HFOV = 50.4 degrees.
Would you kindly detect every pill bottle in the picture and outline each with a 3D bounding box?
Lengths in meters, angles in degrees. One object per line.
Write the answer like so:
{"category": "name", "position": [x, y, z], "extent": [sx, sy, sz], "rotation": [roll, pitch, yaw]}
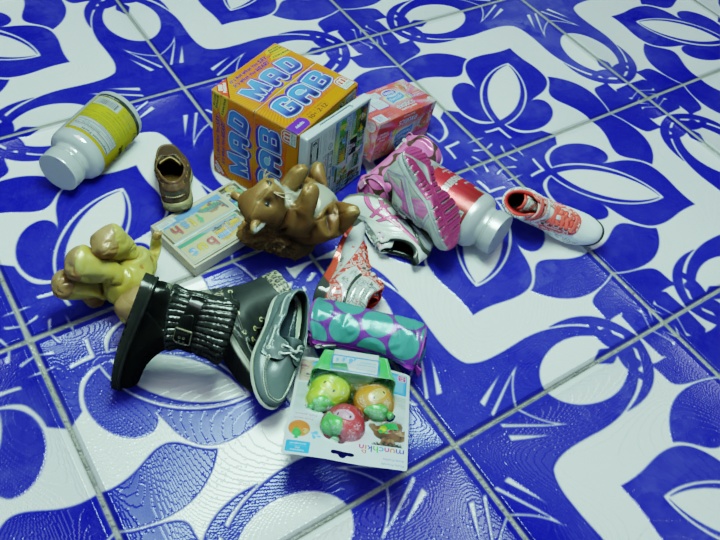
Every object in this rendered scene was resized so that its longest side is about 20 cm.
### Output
{"category": "pill bottle", "position": [-0.521, -0.248, 1.473], "extent": [0.111, 0.111, 0.200], "rotation": [22, 50, 10]}
{"category": "pill bottle", "position": [0.185, -0.118, 1.470], "extent": [0.200, 0.112, 0.112], "rotation": [34, 54, 19]}

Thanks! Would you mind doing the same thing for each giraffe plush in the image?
{"category": "giraffe plush", "position": [-0.374, 0.039, 1.250], "extent": [0.162, 0.173, 0.200], "rotation": [53, 26, 19]}

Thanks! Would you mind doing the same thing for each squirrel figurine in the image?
{"category": "squirrel figurine", "position": [-0.139, -0.090, 1.332], "extent": [0.186, 0.200, 0.142], "rotation": [-7, 56, -45]}

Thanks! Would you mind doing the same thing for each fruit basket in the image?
{"category": "fruit basket", "position": [-0.016, 0.208, 1.161], "extent": [0.185, 0.094, 0.200], "rotation": [9, 31, 0]}

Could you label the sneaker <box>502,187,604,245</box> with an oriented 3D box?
{"category": "sneaker", "position": [0.367, -0.102, 1.474], "extent": [0.201, 0.067, 0.108], "rotation": [27, 10, 18]}

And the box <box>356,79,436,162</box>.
{"category": "box", "position": [0.055, -0.319, 1.611], "extent": [0.103, 0.095, 0.200], "rotation": [37, 45, 21]}

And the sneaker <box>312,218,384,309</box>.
{"category": "sneaker", "position": [0.000, 0.001, 1.373], "extent": [0.108, 0.067, 0.202], "rotation": [20, 54, 7]}

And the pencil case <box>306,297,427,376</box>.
{"category": "pencil case", "position": [0.011, 0.108, 1.268], "extent": [0.199, 0.085, 0.093], "rotation": [12, 54, 2]}

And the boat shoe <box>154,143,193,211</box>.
{"category": "boat shoe", "position": [-0.360, -0.194, 1.469], "extent": [0.072, 0.068, 0.200], "rotation": [-11, 41, -12]}

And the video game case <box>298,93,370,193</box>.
{"category": "video game case", "position": [-0.054, -0.217, 1.458], "extent": [0.022, 0.200, 0.182], "rotation": [35, 54, 21]}

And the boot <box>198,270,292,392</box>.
{"category": "boot", "position": [-0.165, 0.091, 1.269], "extent": [0.153, 0.074, 0.204], "rotation": [-20, 59, -28]}

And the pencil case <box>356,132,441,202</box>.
{"category": "pencil case", "position": [0.074, -0.196, 1.537], "extent": [0.094, 0.091, 0.200], "rotation": [53, 52, -11]}

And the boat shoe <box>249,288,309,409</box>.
{"category": "boat shoe", "position": [-0.121, 0.117, 1.199], "extent": [0.073, 0.062, 0.200], "rotation": [28, 54, -28]}

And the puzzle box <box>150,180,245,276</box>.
{"category": "puzzle box", "position": [-0.271, -0.083, 1.429], "extent": [0.133, 0.025, 0.200], "rotation": [39, 55, 22]}

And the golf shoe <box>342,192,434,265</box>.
{"category": "golf shoe", "position": [0.044, -0.080, 1.443], "extent": [0.200, 0.073, 0.092], "rotation": [26, 53, 13]}

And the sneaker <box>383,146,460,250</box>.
{"category": "sneaker", "position": [0.112, -0.123, 1.405], "extent": [0.081, 0.088, 0.200], "rotation": [-24, 86, -47]}

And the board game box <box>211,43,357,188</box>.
{"category": "board game box", "position": [-0.150, -0.280, 1.497], "extent": [0.200, 0.200, 0.200], "rotation": [29, 52, 15]}

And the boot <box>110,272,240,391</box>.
{"category": "boot", "position": [-0.285, 0.115, 1.171], "extent": [0.157, 0.211, 0.079], "rotation": [21, 24, -14]}
